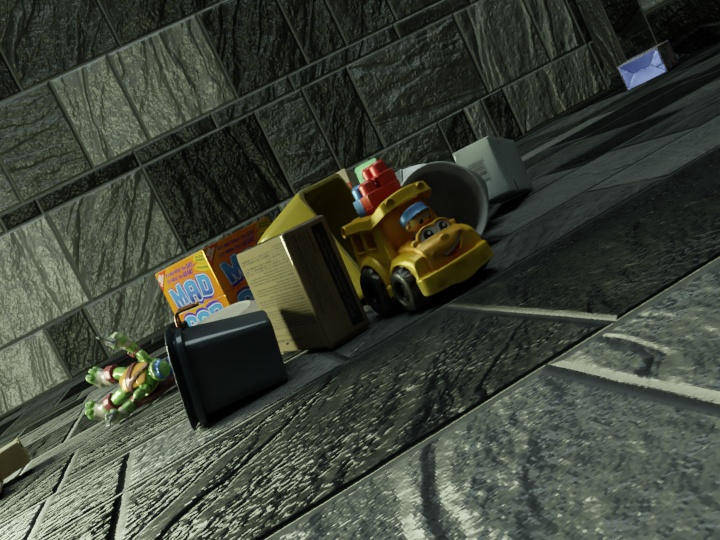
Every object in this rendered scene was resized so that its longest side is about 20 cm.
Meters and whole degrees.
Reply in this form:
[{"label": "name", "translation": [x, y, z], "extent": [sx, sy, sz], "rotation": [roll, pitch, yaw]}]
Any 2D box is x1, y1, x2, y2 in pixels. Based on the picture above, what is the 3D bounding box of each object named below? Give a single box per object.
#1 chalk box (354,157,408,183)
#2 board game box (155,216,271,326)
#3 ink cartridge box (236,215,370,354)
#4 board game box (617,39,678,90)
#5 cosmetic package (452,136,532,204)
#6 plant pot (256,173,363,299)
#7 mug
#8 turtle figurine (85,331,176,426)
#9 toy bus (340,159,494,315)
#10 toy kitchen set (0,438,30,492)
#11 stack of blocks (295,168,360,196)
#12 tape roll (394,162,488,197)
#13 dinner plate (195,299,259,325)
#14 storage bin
[{"label": "chalk box", "translation": [0.045, -0.116, 1.637], "extent": [0.124, 0.202, 0.123], "rotation": [-21, 8, 43]}, {"label": "board game box", "translation": [-0.278, 0.035, 1.805], "extent": [0.199, 0.202, 0.199], "rotation": [-21, 7, 44]}, {"label": "ink cartridge box", "translation": [-0.086, 0.025, 1.183], "extent": [0.075, 0.167, 0.199], "rotation": [-27, 6, -27]}, {"label": "board game box", "translation": [1.063, -0.759, 3.078], "extent": [0.158, 0.098, 0.200], "rotation": [-23, 7, 38]}, {"label": "cosmetic package", "translation": [0.259, -0.191, 1.610], "extent": [0.080, 0.114, 0.199], "rotation": [-24, -2, 26]}, {"label": "plant pot", "translation": [-0.075, -0.013, 1.418], "extent": [0.200, 0.196, 0.194], "rotation": [-40, 0, 24]}, {"label": "mug", "translation": [0.105, -0.067, 1.338], "extent": [0.202, 0.147, 0.175], "rotation": [-58, 2, -2]}, {"label": "turtle figurine", "translation": [-0.443, 0.193, 1.478], "extent": [0.193, 0.145, 0.199], "rotation": [-27, 1, 39]}, {"label": "toy bus", "translation": [0.059, -0.055, 1.106], "extent": [0.135, 0.194, 0.199], "rotation": [-27, 7, -23]}, {"label": "toy kitchen set", "translation": [-0.671, 0.304, 1.354], "extent": [0.199, 0.182, 0.163], "rotation": [-34, 9, -21]}, {"label": "stack of blocks", "translation": [-0.031, -0.071, 1.551], "extent": [0.114, 0.202, 0.058], "rotation": [-26, -13, 19]}, {"label": "tape roll", "translation": [0.130, -0.121, 1.489], "extent": [0.199, 0.038, 0.204], "rotation": [0, -28, 0]}, {"label": "dinner plate", "translation": [-0.250, 0.095, 1.497], "extent": [0.198, 0.025, 0.200], "rotation": [-26, 13, 6]}, {"label": "storage bin", "translation": [-0.177, 0.107, 1.108], "extent": [0.132, 0.148, 0.200], "rotation": [-17, 4, -9]}]
